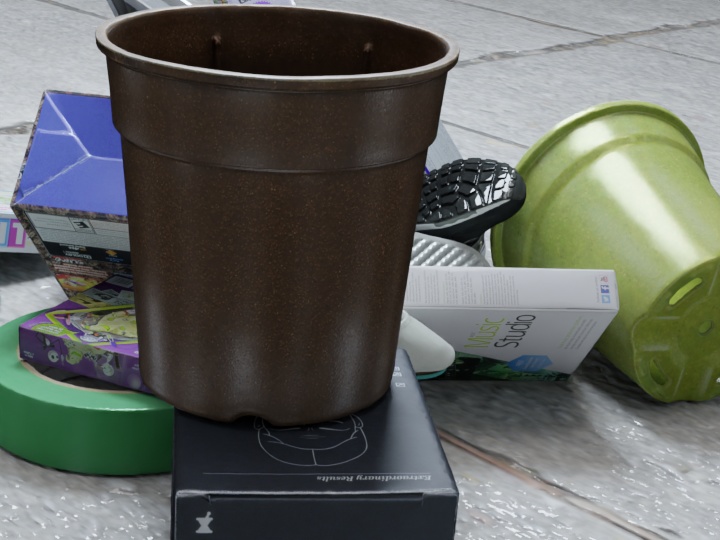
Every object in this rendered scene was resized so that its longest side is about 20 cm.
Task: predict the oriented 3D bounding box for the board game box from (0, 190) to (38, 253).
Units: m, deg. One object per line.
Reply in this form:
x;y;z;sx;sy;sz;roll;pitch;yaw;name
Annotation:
-0.349;-0.046;1.361;0.198;0.035;0.134;3;10;-44;board game box

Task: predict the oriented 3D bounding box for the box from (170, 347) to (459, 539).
-0.034;0.128;0.900;0.146;0.109;0.200;2;19;-7;box

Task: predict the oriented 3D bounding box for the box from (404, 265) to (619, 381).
0.072;0.041;1.147;0.197;0.037;0.145;2;-24;-7;box

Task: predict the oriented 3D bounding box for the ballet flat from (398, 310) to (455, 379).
-0.035;0.031;1.015;0.197;0.070;0.070;3;19;-1;ballet flat

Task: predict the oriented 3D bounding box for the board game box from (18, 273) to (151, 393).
-0.117;0.051;1.079;0.198;0.033;0.120;13;18;23;board game box

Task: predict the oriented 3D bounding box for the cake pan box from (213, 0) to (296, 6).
-0.080;-0.201;1.265;0.052;0.185;0.201;-27;61;-1;cake pan box

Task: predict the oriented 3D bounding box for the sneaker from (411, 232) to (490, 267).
0.000;0.000;1.192;0.198;0.079;0.079;23;51;-22;sneaker

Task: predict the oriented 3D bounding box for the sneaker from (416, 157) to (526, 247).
0.056;-0.021;1.276;0.198;0.088;0.076;-20;33;29;sneaker

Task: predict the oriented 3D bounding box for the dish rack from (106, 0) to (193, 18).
-0.103;-0.136;1.192;0.171;0.201;0.044;36;73;28;dish rack

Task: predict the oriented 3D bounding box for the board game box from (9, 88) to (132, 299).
-0.150;-0.035;1.189;0.157;0.098;0.201;7;-24;9;board game box

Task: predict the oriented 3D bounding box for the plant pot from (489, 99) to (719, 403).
0.227;-0.001;1.231;0.198;0.203;0.185;-4;32;-22;plant pot

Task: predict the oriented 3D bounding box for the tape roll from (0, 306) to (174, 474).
-0.166;0.077;1.108;0.197;0.049;0.201;4;20;-1;tape roll

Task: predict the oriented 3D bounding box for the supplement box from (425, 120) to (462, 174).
0.026;-0.084;1.407;0.101;0.104;0.200;-32;6;16;supplement box

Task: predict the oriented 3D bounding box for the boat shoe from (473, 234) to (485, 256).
0.077;-0.019;1.397;0.069;0.067;0.200;9;20;15;boat shoe

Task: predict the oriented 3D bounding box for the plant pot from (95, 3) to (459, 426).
-0.051;-0.033;0.890;0.197;0.201;0.201;4;19;-1;plant pot
